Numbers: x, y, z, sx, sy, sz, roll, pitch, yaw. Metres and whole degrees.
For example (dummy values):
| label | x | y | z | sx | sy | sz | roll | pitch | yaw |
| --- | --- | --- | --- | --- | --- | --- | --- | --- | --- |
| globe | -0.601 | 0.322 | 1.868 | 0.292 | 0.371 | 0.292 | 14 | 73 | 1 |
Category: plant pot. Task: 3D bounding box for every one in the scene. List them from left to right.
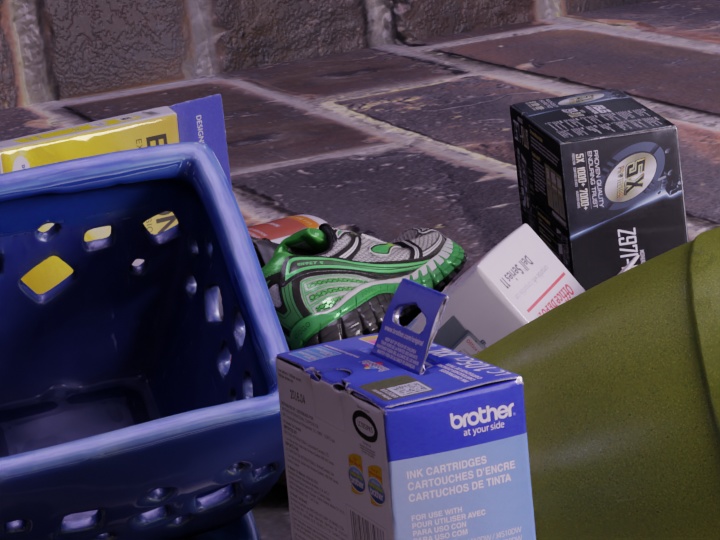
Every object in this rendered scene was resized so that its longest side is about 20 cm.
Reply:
| label | x | y | z | sx | sy | sz | roll | pitch | yaw |
| --- | --- | --- | --- | --- | --- | --- | --- | --- | --- |
| plant pot | -0.153 | 0.071 | 1.448 | 0.200 | 0.180 | 0.200 | -11 | 51 | -15 |
| plant pot | 0.143 | 0.087 | 1.349 | 0.192 | 0.201 | 0.200 | -15 | 9 | 18 |

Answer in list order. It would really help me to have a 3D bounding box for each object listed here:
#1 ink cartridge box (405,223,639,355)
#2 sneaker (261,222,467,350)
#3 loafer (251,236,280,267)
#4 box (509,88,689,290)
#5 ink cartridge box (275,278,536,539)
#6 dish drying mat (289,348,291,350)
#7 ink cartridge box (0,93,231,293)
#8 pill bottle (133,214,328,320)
| label | x | y | z | sx | sy | sz | roll | pitch | yaw |
| --- | --- | --- | --- | --- | --- | --- | --- | --- | --- |
| ink cartridge box | 0.066 | 0.043 | 1.580 | 0.200 | 0.067 | 0.117 | -43 | -2 | 22 |
| sneaker | 0.000 | 0.000 | 1.602 | 0.078 | 0.085 | 0.200 | -43 | -7 | 23 |
| loafer | -0.059 | 0.050 | 1.742 | 0.072 | 0.073 | 0.200 | 30 | 26 | -20 |
| box | 0.173 | -0.033 | 1.892 | 0.086 | 0.164 | 0.200 | -8 | 12 | -5 |
| ink cartridge box | 0.022 | 0.109 | 1.234 | 0.076 | 0.201 | 0.136 | -12 | 13 | -22 |
| dish drying mat | -0.129 | 0.062 | 1.604 | 0.199 | 0.018 | 0.077 | -11 | 28 | 14 |
| ink cartridge box | -0.168 | -0.013 | 1.907 | 0.200 | 0.198 | 0.047 | -14 | 17 | -27 |
| pill bottle | -0.105 | 0.033 | 1.865 | 0.200 | 0.112 | 0.112 | -15 | 14 | -34 |
